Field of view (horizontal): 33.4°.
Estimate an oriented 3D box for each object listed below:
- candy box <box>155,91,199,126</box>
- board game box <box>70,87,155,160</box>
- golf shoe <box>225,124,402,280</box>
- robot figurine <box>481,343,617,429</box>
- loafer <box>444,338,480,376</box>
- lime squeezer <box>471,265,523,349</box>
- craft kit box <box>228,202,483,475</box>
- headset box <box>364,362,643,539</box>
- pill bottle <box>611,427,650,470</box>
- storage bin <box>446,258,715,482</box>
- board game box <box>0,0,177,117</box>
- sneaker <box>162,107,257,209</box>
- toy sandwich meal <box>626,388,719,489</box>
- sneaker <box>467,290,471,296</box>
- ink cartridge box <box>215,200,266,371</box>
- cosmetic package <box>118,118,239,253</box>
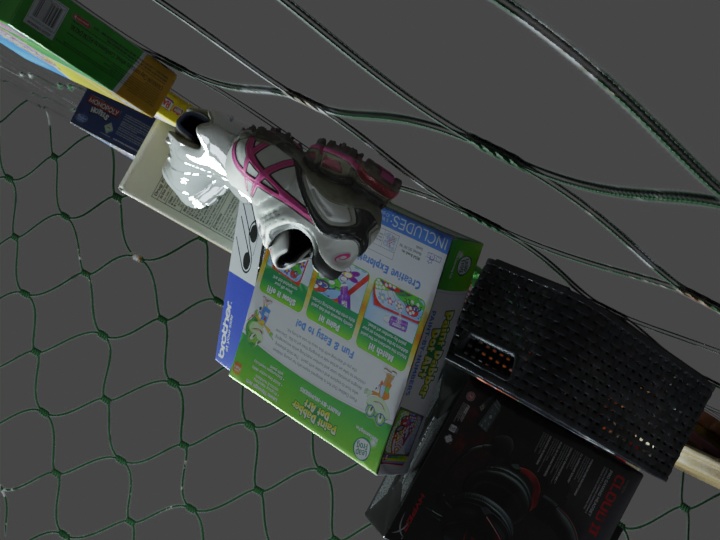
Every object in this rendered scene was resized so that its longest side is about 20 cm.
[{"bbox_3d":[-0.230,-0.178,1.148,0.199,0.027,0.102,27,-179,42],"label":"candy box"},{"bbox_3d":[-0.210,-0.132,1.428,0.199,0.062,0.200,28,178,20],"label":"board game box"},{"bbox_3d":[-0.055,-0.051,0.871,0.072,0.093,0.200,31,174,-32],"label":"golf shoe"},{"bbox_3d":[0.161,0.096,1.178,0.199,0.117,0.144,32,-174,-16],"label":"robot figurine"},{"bbox_3d":[0.054,0.090,1.140,0.070,0.070,0.200,36,159,-19],"label":"loafer"},{"bbox_3d":[0.114,0.033,1.069,0.038,0.071,0.201,7,135,53],"label":"lime squeezer"},{"bbox_3d":[-0.011,0.036,0.994,0.048,0.199,0.199,11,-167,-47],"label":"craft kit box"},{"bbox_3d":[0.127,0.192,1.002,0.199,0.150,0.075,30,177,-13],"label":"headset box"},{"bbox_3d":[0.222,0.161,1.340,0.200,0.111,0.111,50,-178,12],"label":"pill bottle"},{"bbox_3d":[0.180,0.082,0.992,0.199,0.094,0.135,30,177,-36],"label":"storage bin"},{"bbox_3d":[-0.259,-0.196,0.943,0.199,0.041,0.153,27,177,40],"label":"board game box"},{"bbox_3d":[-0.132,-0.107,1.048,0.087,0.075,0.199,40,160,-22],"label":"sneaker"},{"bbox_3d":[0.367,0.182,1.236,0.204,0.071,0.205,26,176,2],"label":"toy sandwich meal"},{"bbox_3d":[0.114,0.059,1.312,0.112,0.072,0.200,31,-167,-8],"label":"sneaker"},{"bbox_3d":[-0.086,0.002,1.125,0.044,0.202,0.094,4,-169,-31],"label":"ink cartridge box"},{"bbox_3d":[-0.138,-0.078,1.236,0.199,0.106,0.071,31,177,-16],"label":"cosmetic package"}]
